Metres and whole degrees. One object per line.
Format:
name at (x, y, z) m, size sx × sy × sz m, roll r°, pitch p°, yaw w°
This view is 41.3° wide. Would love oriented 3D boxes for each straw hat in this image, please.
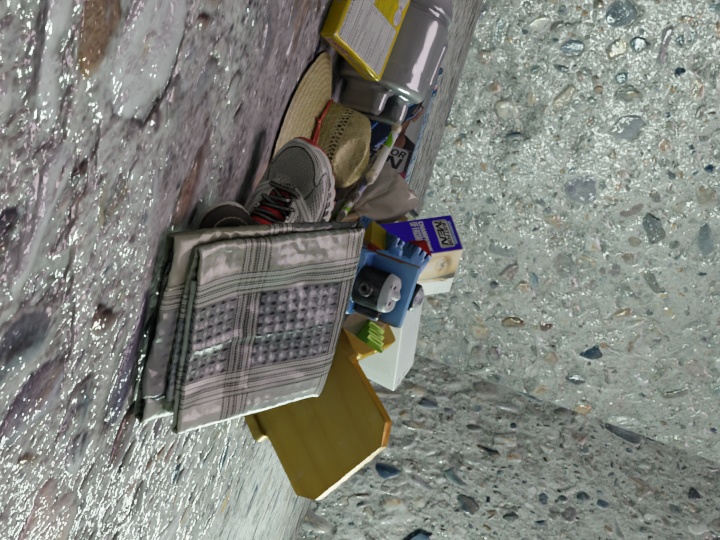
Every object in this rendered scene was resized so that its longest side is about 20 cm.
straw hat at (-0.030, -0.142, 1.079) m, size 0.201 × 0.085 × 0.201 m, roll 19°, pitch 90°, yaw -85°

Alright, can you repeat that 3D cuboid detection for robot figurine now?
robot figurine at (0.045, -0.282, 1.178) m, size 0.170 × 0.113 × 0.200 m, roll 16°, pitch 93°, yaw -50°

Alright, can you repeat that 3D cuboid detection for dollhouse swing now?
dollhouse swing at (-0.027, 0.176, 1.274) m, size 0.200 × 0.176 × 0.182 m, roll -43°, pitch 167°, yaw 23°

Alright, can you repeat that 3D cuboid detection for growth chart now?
growth chart at (-0.022, -0.080, 1.168) m, size 0.200 × 0.018 × 0.145 m, roll -47°, pitch -169°, yaw 35°

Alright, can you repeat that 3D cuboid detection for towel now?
towel at (-0.092, 0.048, 0.832) m, size 0.200 × 0.035 × 0.193 m, roll -6°, pitch 125°, yaw -37°

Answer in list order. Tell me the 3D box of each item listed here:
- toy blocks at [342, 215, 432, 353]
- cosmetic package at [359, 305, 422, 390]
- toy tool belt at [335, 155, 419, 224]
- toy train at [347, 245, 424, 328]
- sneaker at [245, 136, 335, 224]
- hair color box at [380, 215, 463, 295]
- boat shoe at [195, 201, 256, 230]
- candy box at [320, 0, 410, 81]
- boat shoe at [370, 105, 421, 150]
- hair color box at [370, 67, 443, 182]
toy blocks at (0.000, 0.000, 1.147) m, size 0.137 × 0.100 × 0.200 m, roll -56°, pitch -149°, yaw -3°
cosmetic package at (0.032, 0.080, 1.440) m, size 0.074 × 0.102 × 0.200 m, roll -50°, pitch 158°, yaw -40°
toy tool belt at (0.006, -0.083, 1.360) m, size 0.123 × 0.125 × 0.200 m, roll -41°, pitch 171°, yaw -3°
toy train at (-0.032, -0.001, 1.017) m, size 0.087 × 0.200 × 0.114 m, roll -71°, pitch 163°, yaw 8°
sneaker at (-0.086, -0.034, 0.928) m, size 0.200 × 0.078 × 0.082 m, roll -67°, pitch 169°, yaw 9°
hair color box at (0.030, -0.009, 1.305) m, size 0.109 × 0.200 × 0.065 m, roll 101°, pitch -24°, yaw -55°
boat shoe at (-0.110, 0.030, 0.860) m, size 0.057 × 0.067 × 0.200 m, roll 54°, pitch -30°, yaw 41°
candy box at (0.023, -0.325, 1.069) m, size 0.102 × 0.026 × 0.200 m, roll 33°, pitch 74°, yaw -51°
boat shoe at (0.015, -0.214, 1.345) m, size 0.200 × 0.084 × 0.069 m, roll -36°, pitch 153°, yaw -43°
hair color box at (0.047, -0.225, 1.458) m, size 0.061 × 0.100 × 0.200 m, roll -52°, pitch 160°, yaw -71°
